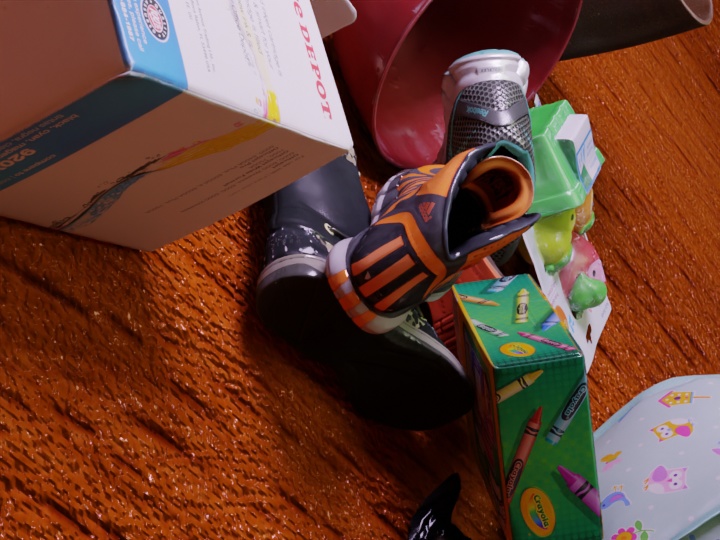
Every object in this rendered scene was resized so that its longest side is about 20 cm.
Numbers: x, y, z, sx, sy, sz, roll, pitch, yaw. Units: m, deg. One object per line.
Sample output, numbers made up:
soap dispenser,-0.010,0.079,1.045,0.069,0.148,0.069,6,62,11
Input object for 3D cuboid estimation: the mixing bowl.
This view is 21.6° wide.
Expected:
mixing bowl,0.053,-0.183,1.352,0.108,0.201,0.200,44,14,29

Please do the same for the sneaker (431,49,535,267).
sneaker,0.089,-0.057,1.336,0.201,0.077,0.092,83,-2,-50

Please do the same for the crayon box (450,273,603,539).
crayon box,0.103,0.085,1.198,0.200,0.058,0.120,-109,-169,-75

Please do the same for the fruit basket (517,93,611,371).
fruit basket,0.164,-0.029,1.509,0.201,0.093,0.185,65,22,-11

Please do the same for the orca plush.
orca plush,0.114,0.212,1.214,0.201,0.071,0.105,59,25,-13

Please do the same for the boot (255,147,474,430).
boot,0.001,-0.001,1.185,0.203,0.073,0.155,41,31,-44

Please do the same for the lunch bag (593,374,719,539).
lunch bag,0.224,0.163,1.267,0.122,0.199,0.170,56,-7,-23

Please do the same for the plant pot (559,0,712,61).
plant pot,0.164,-0.251,1.575,0.187,0.199,0.188,47,30,-39

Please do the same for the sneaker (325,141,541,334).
sneaker,0.061,-0.032,1.114,0.078,0.112,0.200,53,25,-8

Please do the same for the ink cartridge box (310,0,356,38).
ink cartridge box,-0.095,-0.221,1.140,0.200,0.115,0.068,53,28,-27

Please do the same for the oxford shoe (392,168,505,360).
oxford shoe,0.076,0.016,1.324,0.073,0.071,0.201,-80,146,-71

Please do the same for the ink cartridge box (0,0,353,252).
ink cartridge box,-0.126,-0.113,0.945,0.200,0.144,0.148,16,54,-59
